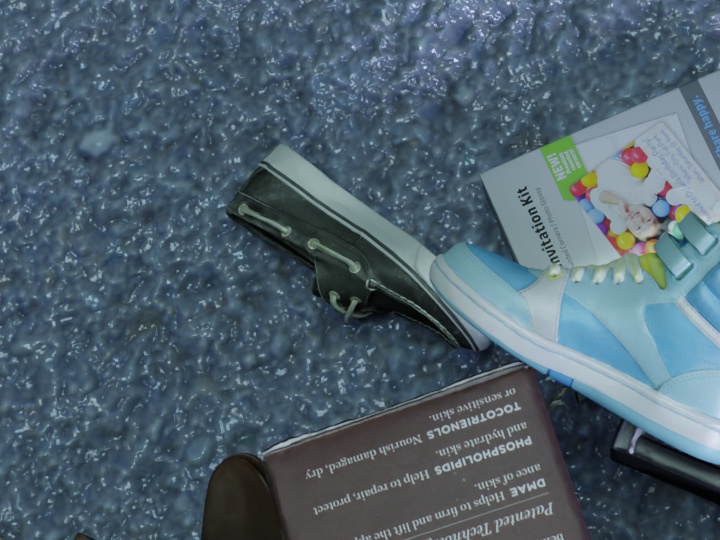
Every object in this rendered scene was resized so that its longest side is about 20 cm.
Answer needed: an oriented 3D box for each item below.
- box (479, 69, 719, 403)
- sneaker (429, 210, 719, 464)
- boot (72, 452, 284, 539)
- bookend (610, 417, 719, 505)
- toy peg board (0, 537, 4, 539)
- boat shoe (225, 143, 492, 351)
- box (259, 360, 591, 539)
[{"bbox_3d":[0.195,-0.029,1.407,0.199,0.041,0.156,-23,70,2],"label":"box"},{"bbox_3d":[0.146,0.005,1.246,0.199,0.080,0.131,29,99,10],"label":"sneaker"},{"bbox_3d":[-0.114,0.171,1.297,0.064,0.200,0.187,-28,58,28],"label":"boot"},{"bbox_3d":[0.219,0.135,1.298,0.199,0.092,0.199,23,83,9],"label":"bookend"},{"bbox_3d":[-0.228,0.272,1.329,0.200,0.098,0.199,31,78,25],"label":"toy peg board"},{"bbox_3d":[0.000,0.000,1.417,0.200,0.071,0.064,37,79,27],"label":"boat shoe"},{"bbox_3d":[0.058,0.187,1.288,0.164,0.166,0.201,-19,70,2],"label":"box"}]
